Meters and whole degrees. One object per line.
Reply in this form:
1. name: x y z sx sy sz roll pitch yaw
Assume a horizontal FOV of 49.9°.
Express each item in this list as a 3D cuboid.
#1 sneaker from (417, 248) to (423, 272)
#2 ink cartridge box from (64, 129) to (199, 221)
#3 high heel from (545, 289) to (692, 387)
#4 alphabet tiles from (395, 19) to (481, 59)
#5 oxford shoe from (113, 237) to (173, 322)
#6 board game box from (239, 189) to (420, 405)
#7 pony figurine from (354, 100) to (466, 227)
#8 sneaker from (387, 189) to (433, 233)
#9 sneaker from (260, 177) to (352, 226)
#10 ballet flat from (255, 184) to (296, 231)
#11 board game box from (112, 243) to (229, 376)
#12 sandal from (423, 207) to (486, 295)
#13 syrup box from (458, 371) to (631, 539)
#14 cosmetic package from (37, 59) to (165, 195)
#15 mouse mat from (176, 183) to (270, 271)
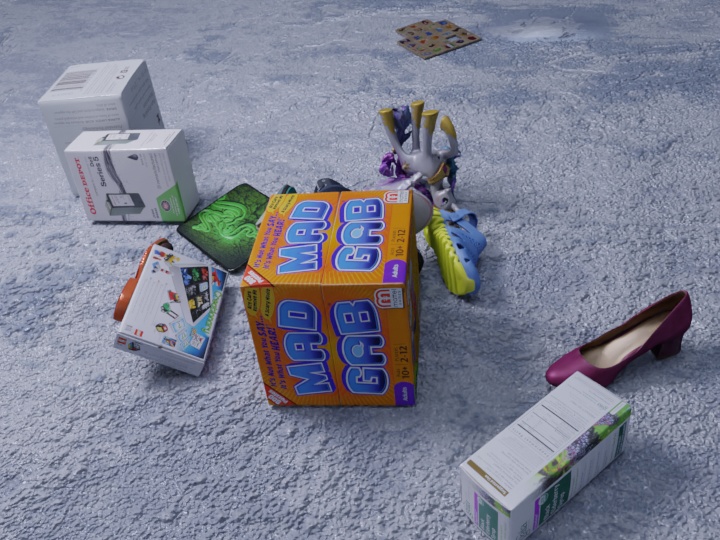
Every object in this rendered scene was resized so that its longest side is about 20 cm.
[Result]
1. sneaker: 0.000 0.000 1.179 0.197 0.071 0.078 -4 14 16
2. ink cartridge box: -0.407 -0.170 1.391 0.196 0.147 0.084 0 34 12
3. high heel: 0.324 0.084 0.977 0.197 0.097 0.068 -19 39 -13
4. alphabet tiles: 0.175 -0.577 1.910 0.165 0.008 0.200 -23 40 -17
5. oxford shoe: -0.323 0.022 1.219 0.072 0.072 0.201 21 36 -8
6. board game box: -0.026 0.034 1.020 0.196 0.202 0.201 -1 38 8
7. pony figurine: 0.090 -0.175 1.292 0.191 0.203 0.166 14 36 44
8. sneaker: 0.027 -0.074 1.138 0.197 0.083 0.088 -12 10 -24
9. sneaker: -0.078 -0.086 1.221 0.199 0.078 0.146 -2 31 -26
10. ballet flat: -0.139 -0.055 1.242 0.073 0.075 0.202 -4 51 5
11. board game box: -0.271 0.053 1.132 0.125 0.035 0.201 22 36 -14
12. sandal: 0.154 -0.039 1.185 0.086 0.080 0.201 -7 39 -5
13. syrup box: 0.205 0.208 0.859 0.199 0.080 0.081 -31 44 -26
14. cosmetic package: -0.487 -0.276 1.499 0.162 0.202 0.166 -3 38 7
15. mouse mat: -0.213 -0.080 1.339 0.160 0.008 0.199 -38 43 -21
